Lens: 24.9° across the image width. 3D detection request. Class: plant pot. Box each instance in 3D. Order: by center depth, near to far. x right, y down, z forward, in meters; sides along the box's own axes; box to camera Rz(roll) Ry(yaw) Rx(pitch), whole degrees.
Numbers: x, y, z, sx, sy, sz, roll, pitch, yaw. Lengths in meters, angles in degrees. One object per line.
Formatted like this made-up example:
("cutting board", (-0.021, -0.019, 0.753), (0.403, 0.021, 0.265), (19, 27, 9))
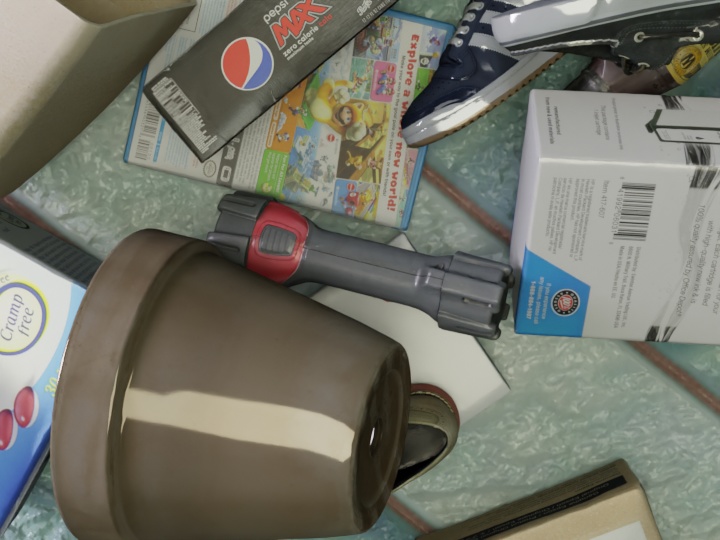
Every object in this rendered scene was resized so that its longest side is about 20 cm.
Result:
("plant pot", (-0.068, 0.088, 0.994), (0.173, 0.200, 0.201), (11, 98, 16))
("plant pot", (-0.254, -0.146, 1.016), (0.200, 0.200, 0.177), (36, 107, 2))

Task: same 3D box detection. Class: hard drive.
("hard drive", (-0.015, 0.084, 1.123), (0.200, 0.027, 0.132), (-34, 95, 5))

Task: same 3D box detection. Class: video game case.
("video game case", (-0.048, -0.119, 1.102), (0.199, 0.018, 0.144), (14, 97, -1))

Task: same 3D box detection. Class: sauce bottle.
("sauce bottle", (0.205, -0.156, 1.073), (0.200, 0.066, 0.066), (-43, 95, 7))

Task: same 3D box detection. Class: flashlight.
("flashlight", (0.000, 0.000, 1.070), (0.199, 0.068, 0.068), (14, 128, 12))

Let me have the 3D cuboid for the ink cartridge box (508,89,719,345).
("ink cartridge box", (0.203, -0.032, 1.050), (0.199, 0.084, 0.146), (3, 129, -1))

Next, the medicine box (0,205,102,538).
("medicine box", (-0.278, 0.047, 1.083), (0.200, 0.103, 0.183), (29, 97, -4))

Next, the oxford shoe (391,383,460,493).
("oxford shoe", (-0.028, 0.134, 1.078), (0.200, 0.075, 0.071), (-29, 96, 4))

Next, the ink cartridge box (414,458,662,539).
("ink cartridge box", (0.147, 0.255, 1.119), (0.164, 0.075, 0.201), (-23, 97, 2))

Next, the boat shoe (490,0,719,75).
("boat shoe", (0.182, -0.151, 1.007), (0.199, 0.069, 0.057), (-10, 100, -2))

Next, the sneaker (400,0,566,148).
("sneaker", (0.085, -0.174, 1.062), (0.200, 0.070, 0.109), (-38, 99, -7))

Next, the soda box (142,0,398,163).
("soda box", (-0.044, -0.157, 1.052), (0.200, 0.071, 0.063), (-39, 96, 5))
